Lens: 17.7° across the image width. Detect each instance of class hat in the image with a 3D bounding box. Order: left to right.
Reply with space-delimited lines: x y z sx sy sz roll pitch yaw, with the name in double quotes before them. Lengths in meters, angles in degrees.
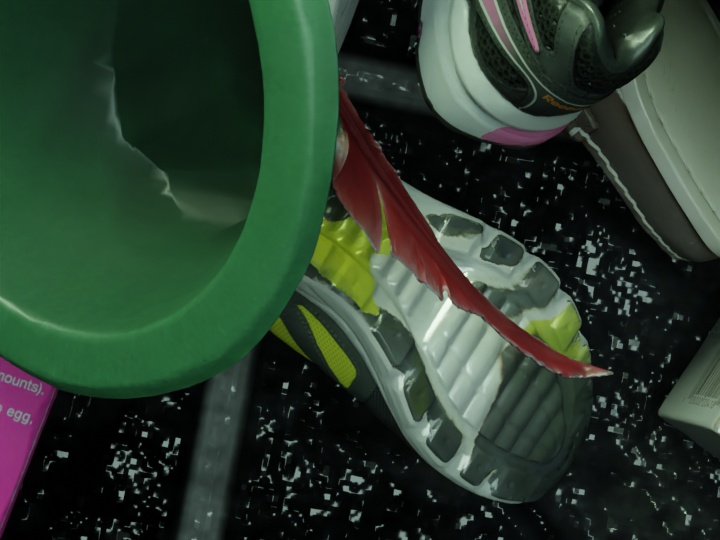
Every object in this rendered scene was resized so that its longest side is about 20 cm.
"hat" -0.031 -0.058 0.669 0.165 0.176 0.200 15 112 30

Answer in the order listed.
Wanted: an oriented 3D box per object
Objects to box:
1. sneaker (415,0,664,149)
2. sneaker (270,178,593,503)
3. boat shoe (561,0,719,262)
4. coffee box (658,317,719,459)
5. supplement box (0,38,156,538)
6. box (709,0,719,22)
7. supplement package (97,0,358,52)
"sneaker" 0.076 -0.138 0.693 0.080 0.086 0.200 7 83 -28
"sneaker" 0.000 0.000 0.769 0.200 0.085 0.075 47 74 -24
"boat shoe" 0.073 -0.087 0.779 0.059 0.072 0.200 -21 105 36
"coffee box" 0.204 -0.003 0.752 0.114 0.080 0.200 35 87 -4
"supplement box" -0.149 0.017 0.720 0.103 0.101 0.200 22 92 -21
"box" 0.145 -0.175 0.676 0.086 0.164 0.200 -3 116 1
"supplement package" -0.037 -0.171 0.683 0.109 0.114 0.200 14 121 1
